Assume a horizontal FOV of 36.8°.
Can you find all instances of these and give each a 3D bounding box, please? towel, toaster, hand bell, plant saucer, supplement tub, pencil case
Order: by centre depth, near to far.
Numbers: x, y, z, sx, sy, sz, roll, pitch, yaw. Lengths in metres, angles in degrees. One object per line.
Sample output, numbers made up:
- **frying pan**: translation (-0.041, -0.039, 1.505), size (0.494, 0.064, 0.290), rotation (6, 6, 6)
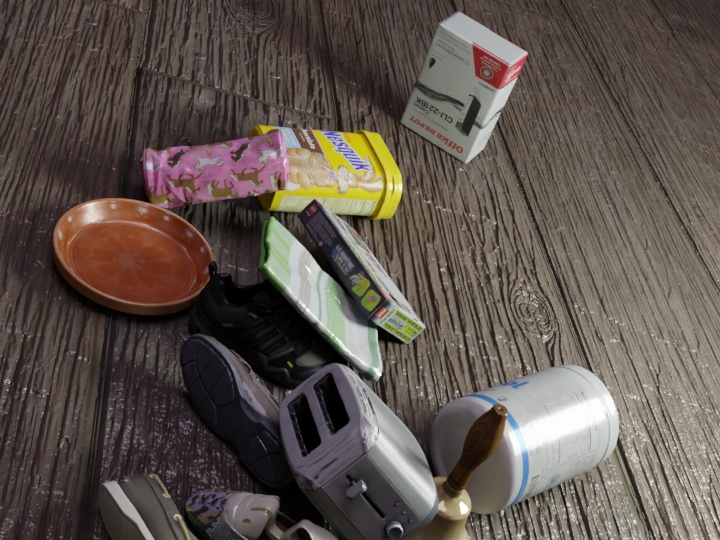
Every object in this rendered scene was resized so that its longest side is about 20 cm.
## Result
- **toaster**: translation (-0.008, 0.184, 1.103), size (0.130, 0.113, 0.200), rotation (52, 6, -28)
- **hand bell**: translation (0.102, 0.211, 1.109), size (0.103, 0.201, 0.105), rotation (15, 36, -12)
- **supplement tub**: translation (0.189, 0.191, 1.248), size (0.198, 0.133, 0.132), rotation (-12, 48, -41)
- **towel**: translation (-0.046, 0.031, 1.299), size (0.200, 0.031, 0.150), rotation (47, 13, -20)
- **plant saucer**: translation (-0.278, -0.015, 1.325), size (0.198, 0.033, 0.201), rotation (16, 35, -11)
- **pencil case**: translation (-0.193, -0.134, 1.433), size (0.197, 0.084, 0.087), rotation (-10, 13, -6)

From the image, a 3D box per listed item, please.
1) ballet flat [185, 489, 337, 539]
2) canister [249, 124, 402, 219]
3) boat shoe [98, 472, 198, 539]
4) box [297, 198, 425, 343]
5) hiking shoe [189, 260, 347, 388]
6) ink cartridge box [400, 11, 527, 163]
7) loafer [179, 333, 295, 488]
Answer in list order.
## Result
- **ballet flat**: translation (-0.078, 0.258, 1.058), size (0.199, 0.073, 0.072), rotation (30, 35, 9)
- **canister**: translation (-0.056, -0.144, 1.578), size (0.197, 0.087, 0.149), rotation (1, 42, -27)
- **boat shoe**: translation (-0.172, 0.264, 0.991), size (0.060, 0.073, 0.202), rotation (-15, 47, -36)
- **box**: translation (0.000, 0.000, 1.422), size (0.110, 0.035, 0.201), rotation (35, 16, -52)
- **hiking shoe**: translation (-0.101, 0.065, 1.265), size (0.198, 0.101, 0.076), rotation (23, 36, -1)
- **ink cartridge box**: translation (0.171, -0.306, 1.823), size (0.143, 0.201, 0.084), rotation (33, 39, 14)
- **loafer**: translation (-0.125, 0.152, 1.182), size (0.200, 0.072, 0.063), rotation (50, 22, 23)
